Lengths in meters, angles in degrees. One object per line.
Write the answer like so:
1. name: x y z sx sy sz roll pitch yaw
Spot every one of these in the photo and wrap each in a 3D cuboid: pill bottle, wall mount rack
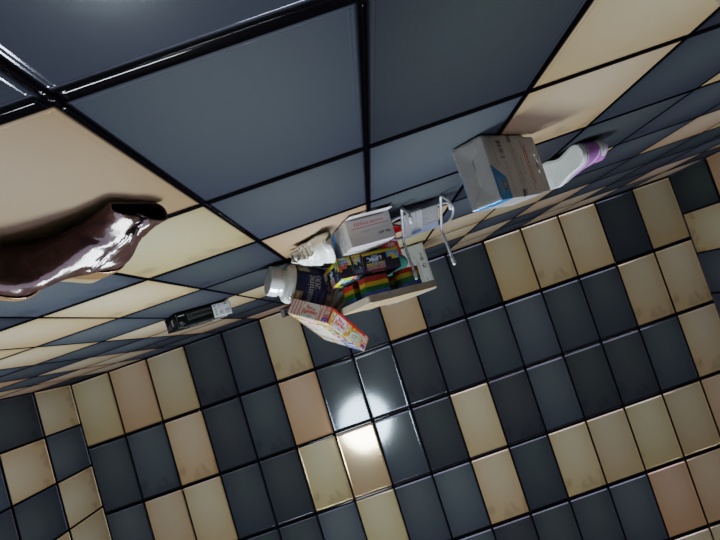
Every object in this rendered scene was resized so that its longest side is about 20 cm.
1. pill bottle: -0.166 0.043 1.654 0.196 0.114 0.111 9 164 -23
2. wall mount rack: 0.165 -0.086 1.447 0.196 0.177 0.075 -19 -147 -18

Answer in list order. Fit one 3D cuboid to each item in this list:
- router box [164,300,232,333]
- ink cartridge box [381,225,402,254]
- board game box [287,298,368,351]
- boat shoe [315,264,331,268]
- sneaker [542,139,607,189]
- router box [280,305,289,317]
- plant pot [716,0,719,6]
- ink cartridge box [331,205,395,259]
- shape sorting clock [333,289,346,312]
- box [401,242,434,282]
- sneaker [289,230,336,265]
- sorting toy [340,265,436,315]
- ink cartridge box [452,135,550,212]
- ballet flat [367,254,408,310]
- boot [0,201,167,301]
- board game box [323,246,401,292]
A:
1. router box: -0.565 0.163 2.046 0.197 0.052 0.148 -16 176 -35
2. ink cartridge box: 0.049 -0.063 1.734 0.173 0.086 0.199 -21 174 21
3. board game box: -0.087 0.152 1.622 0.149 0.047 0.200 11 159 36
4. boat shoe: -0.062 -0.044 1.603 0.197 0.073 0.064 -15 -177 37
5. sneaker: 0.539 -0.266 1.473 0.112 0.074 0.200 -20 176 -20
6. router box: -0.352 0.214 3.454 0.197 0.053 0.156 -16 174 -35
7. plant pot: 0.496 -0.292 0.611 0.196 0.137 0.200 -18 175 -2
8. ink cartridge box: 0.009 -0.086 1.401 0.114 0.069 0.200 -16 175 -16
9. shape sorting clock: -0.040 0.071 1.737 0.200 0.039 0.200 -45 -179 1
10. box: 0.180 0.017 2.432 0.196 0.203 0.171 -17 176 -13
11. sneaker: -0.115 -0.042 1.426 0.085 0.076 0.200 -11 172 -22
12. sorting toy: 0.063 0.047 1.520 0.195 0.071 0.200 -12 172 -25
13. ink cartridge box: 0.261 -0.179 1.070 0.066 0.118 0.198 -22 174 42
14. ballet flat: 0.064 0.038 1.705 0.200 0.068 0.067 -45 -174 -9
15. boot: -0.352 -0.037 0.710 0.165 0.073 0.199 -35 168 25
16. board game box: 0.000 0.000 1.531 0.162 0.058 0.200 -11 172 -15
